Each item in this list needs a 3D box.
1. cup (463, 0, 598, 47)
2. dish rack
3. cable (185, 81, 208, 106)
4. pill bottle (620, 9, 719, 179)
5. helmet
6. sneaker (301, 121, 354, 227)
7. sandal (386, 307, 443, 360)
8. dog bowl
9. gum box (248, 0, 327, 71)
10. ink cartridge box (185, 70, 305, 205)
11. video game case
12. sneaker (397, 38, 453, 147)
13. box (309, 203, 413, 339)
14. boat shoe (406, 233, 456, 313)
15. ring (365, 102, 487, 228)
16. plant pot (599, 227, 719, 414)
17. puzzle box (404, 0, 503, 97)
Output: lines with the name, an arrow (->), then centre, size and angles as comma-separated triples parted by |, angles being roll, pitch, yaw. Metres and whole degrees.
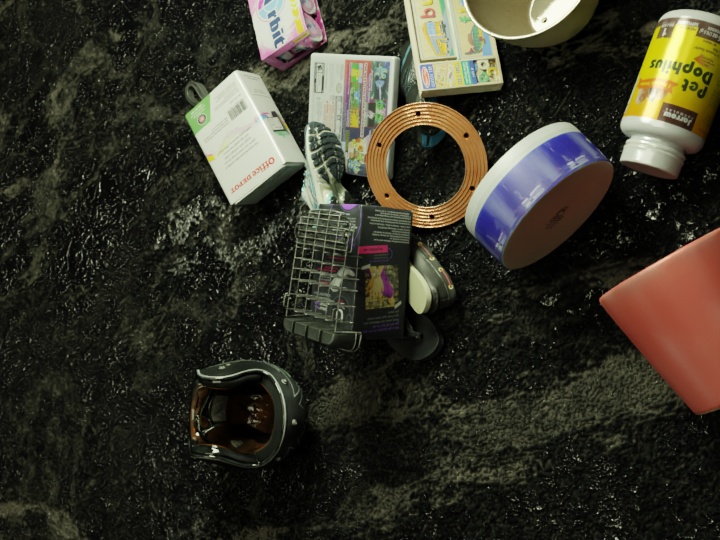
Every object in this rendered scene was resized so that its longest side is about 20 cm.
cup -> 0.268, -0.407, 1.122 | 0.199, 0.143, 0.202 | -6, 80, 34
dish rack -> -0.052, 0.011, 1.149 | 0.153, 0.054, 0.202 | 11, 94, 51
cable -> -0.288, -0.330, 1.566 | 0.199, 0.050, 0.098 | 22, 112, 47
pill bottle -> 0.413, -0.227, 1.016 | 0.109, 0.109, 0.201 | 22, 95, 34
helmet -> -0.188, 0.242, 1.306 | 0.200, 0.189, 0.202 | -175, 90, -73
sneaker -> -0.075, -0.155, 1.342 | 0.086, 0.077, 0.202 | -12, 91, 44
sandal -> 0.048, 0.080, 1.258 | 0.200, 0.043, 0.076 | 36, 103, 33
dog bowl -> 0.244, -0.098, 1.056 | 0.200, 0.200, 0.079 | -49, 63, 18
gum box -> -0.143, -0.488, 1.460 | 0.113, 0.066, 0.201 | -24, 70, 31
ink cartridge box -> -0.212, -0.241, 1.434 | 0.144, 0.084, 0.201 | -33, 80, 26
video game case -> -0.015, -0.267, 1.334 | 0.181, 0.023, 0.202 | 14, 107, 35
sneaker -> 0.102, -0.293, 1.274 | 0.082, 0.073, 0.202 | -14, 70, 51
box -> 0.000, 0.000, 1.210 | 0.122, 0.106, 0.202 | 8, 93, 53
boat shoe -> 0.085, -0.012, 1.240 | 0.202, 0.063, 0.074 | 60, 147, 39
ring -> 0.104, -0.165, 1.226 | 0.199, 0.019, 0.202 | 7, 111, 17
plant pot -> 0.418, 0.062, 0.930 | 0.200, 0.200, 0.178 | -34, 75, 25
puzzle box -> 0.144, -0.375, 1.228 | 0.132, 0.025, 0.202 | -7, 76, -5
